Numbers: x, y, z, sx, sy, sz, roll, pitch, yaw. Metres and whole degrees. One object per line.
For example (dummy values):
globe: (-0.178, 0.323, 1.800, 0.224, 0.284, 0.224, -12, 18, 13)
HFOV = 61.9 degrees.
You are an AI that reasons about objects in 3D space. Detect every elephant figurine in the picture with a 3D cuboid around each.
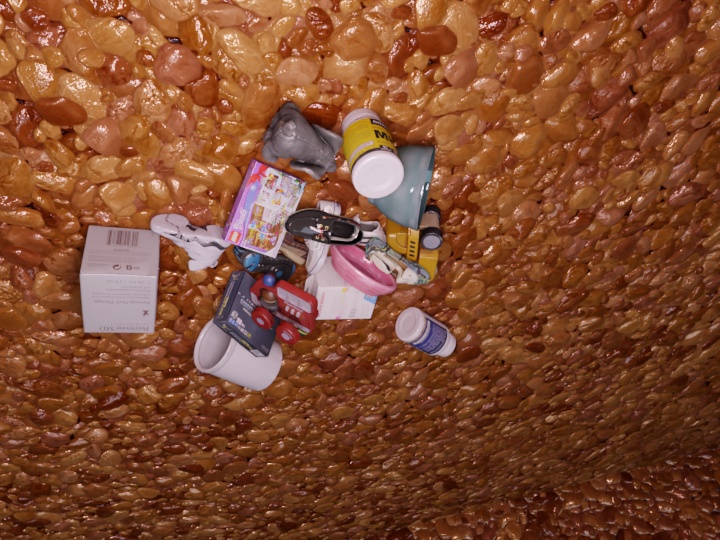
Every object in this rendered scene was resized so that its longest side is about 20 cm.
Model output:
elephant figurine: (-0.104, -0.267, 1.315, 0.199, 0.156, 0.141, 28, 132, -26)

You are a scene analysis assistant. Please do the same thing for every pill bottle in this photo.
pill bottle: (0.020, -0.263, 1.317, 0.113, 0.201, 0.115, -8, 136, -8)
pill bottle: (0.211, 0.202, 1.897, 0.111, 0.112, 0.199, -40, 131, 23)

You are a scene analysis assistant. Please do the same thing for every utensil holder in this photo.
utensil holder: (-0.349, 0.243, 1.731, 0.169, 0.171, 0.200, -37, 134, 20)

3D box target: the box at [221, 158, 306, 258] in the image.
box: (-0.228, -0.144, 1.421, 0.136, 0.039, 0.202, 19, 101, -31)

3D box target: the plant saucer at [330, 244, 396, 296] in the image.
plant saucer: (0.000, 0.000, 1.536, 0.199, 0.201, 0.051, 26, 109, -35)

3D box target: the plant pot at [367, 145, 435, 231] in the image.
plant pot: (0.092, -0.205, 1.423, 0.133, 0.201, 0.202, 12, 135, 8)

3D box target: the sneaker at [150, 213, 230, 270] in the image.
sneaker: (-0.424, -0.063, 1.471, 0.198, 0.075, 0.115, 13, 126, -31)

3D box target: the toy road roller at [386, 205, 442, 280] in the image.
toy road roller: (0.138, -0.076, 1.602, 0.144, 0.124, 0.201, 3, 134, 1)

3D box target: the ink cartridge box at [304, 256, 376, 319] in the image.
ink cartridge box: (-0.065, 0.047, 1.651, 0.198, 0.126, 0.129, 1, 133, -18)

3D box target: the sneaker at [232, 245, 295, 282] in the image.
sneaker: (-0.247, -0.027, 1.571, 0.074, 0.082, 0.199, -57, 145, 5)

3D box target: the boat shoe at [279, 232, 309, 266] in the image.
boat shoe: (-0.199, -0.088, 1.529, 0.072, 0.072, 0.200, -51, 128, 0)

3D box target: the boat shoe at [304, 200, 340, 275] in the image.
boat shoe: (-0.111, -0.084, 1.529, 0.065, 0.072, 0.201, 12, 116, -24)

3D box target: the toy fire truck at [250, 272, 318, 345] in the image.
toy fire truck: (-0.196, 0.081, 1.539, 0.199, 0.112, 0.169, 28, 142, 16)

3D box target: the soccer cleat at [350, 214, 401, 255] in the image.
soccer cleat: (0.042, -0.086, 1.597, 0.199, 0.069, 0.085, 24, 127, -29)

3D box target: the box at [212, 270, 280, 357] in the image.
box: (-0.299, 0.120, 1.632, 0.051, 0.159, 0.200, -5, 143, 29)

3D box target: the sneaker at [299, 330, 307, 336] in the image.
sneaker: (-0.206, 0.093, 1.699, 0.075, 0.077, 0.201, -21, 117, 6)

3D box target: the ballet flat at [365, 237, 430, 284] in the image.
ballet flat: (0.092, -0.006, 1.557, 0.199, 0.074, 0.074, 32, 122, -10)

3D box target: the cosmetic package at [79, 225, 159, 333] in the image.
cosmetic package: (-0.575, 0.024, 1.448, 0.165, 0.167, 0.201, 2, 134, -19)

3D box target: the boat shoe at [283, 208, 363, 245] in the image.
boat shoe: (-0.086, -0.103, 1.457, 0.199, 0.063, 0.074, 6, 111, -27)
